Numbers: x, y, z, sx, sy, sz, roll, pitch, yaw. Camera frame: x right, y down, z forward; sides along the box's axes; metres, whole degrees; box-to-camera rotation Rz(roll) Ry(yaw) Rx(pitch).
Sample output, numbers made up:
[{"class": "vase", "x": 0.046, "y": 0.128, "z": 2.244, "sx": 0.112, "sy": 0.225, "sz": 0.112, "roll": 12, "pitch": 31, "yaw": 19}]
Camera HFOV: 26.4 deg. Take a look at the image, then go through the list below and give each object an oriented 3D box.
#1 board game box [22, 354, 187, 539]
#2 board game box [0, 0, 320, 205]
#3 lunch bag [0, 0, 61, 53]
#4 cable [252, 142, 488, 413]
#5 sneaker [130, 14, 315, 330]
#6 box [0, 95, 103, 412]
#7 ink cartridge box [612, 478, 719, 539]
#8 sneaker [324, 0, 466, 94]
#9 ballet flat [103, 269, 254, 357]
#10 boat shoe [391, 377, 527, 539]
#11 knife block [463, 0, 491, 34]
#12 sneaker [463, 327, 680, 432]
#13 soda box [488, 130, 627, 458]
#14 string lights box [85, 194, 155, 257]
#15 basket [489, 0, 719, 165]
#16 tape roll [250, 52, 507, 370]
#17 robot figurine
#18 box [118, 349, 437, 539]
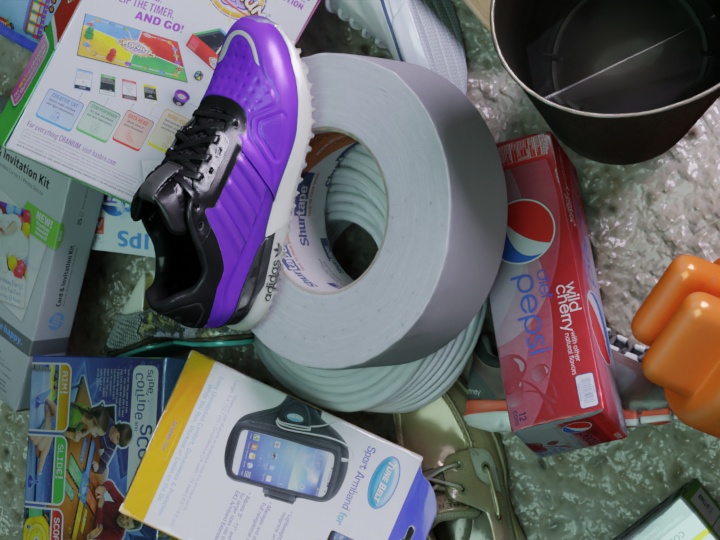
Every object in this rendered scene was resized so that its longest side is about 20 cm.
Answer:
[{"class": "board game box", "x": -0.184, "y": 0.163, "z": 1.105, "sx": 0.134, "sy": 0.034, "sz": 0.202, "roll": -1, "pitch": 84, "yaw": 34}, {"class": "board game box", "x": -0.134, "y": -0.145, "z": 1.041, "sx": 0.201, "sy": 0.152, "sz": 0.040, "roll": -59, "pitch": 31, "yaw": 11}, {"class": "lunch bag", "x": -0.220, "y": -0.237, "z": 1.100, "sx": 0.200, "sy": 0.093, "sz": 0.152, "roll": 35, "pitch": 110, "yaw": 45}, {"class": "cable", "x": 0.000, "y": 0.000, "z": 1.071, "sx": 0.200, "sy": 0.069, "sz": 0.201, "roll": 46, "pitch": 117, "yaw": 30}, {"class": "sneaker", "x": -0.092, "y": -0.059, "z": 0.951, "sx": 0.069, "sy": 0.099, "sz": 0.202, "roll": 15, "pitch": 101, "yaw": 45}, {"class": "box", "x": -0.274, "y": -0.017, "z": 1.184, "sx": 0.155, "sy": 0.041, "sz": 0.202, "roll": 32, "pitch": 113, "yaw": 35}, {"class": "ink cartridge box", "x": 0.245, "y": 0.253, "z": 1.029, "sx": 0.104, "sy": 0.059, "sz": 0.201, "roll": -42, "pitch": 80, "yaw": 20}, {"class": "sneaker", "x": 0.013, "y": -0.194, "z": 1.074, "sx": 0.070, "sy": 0.073, "sz": 0.202, "roll": -28, "pitch": 76, "yaw": 31}, {"class": "ballet flat", "x": -0.133, "y": 0.029, "z": 1.123, "sx": 0.200, "sy": 0.072, "sz": 0.073, "roll": -13, "pitch": 91, "yaw": 56}, {"class": "boat shoe", "x": 0.068, "y": 0.159, "z": 1.087, "sx": 0.072, "sy": 0.065, "sz": 0.202, "roll": -21, "pitch": 88, "yaw": 22}, {"class": "knife block", "x": 0.053, "y": -0.246, "z": 0.988, "sx": 0.064, "sy": 0.175, "sz": 0.201, "roll": -29, "pitch": 86, "yaw": 23}, {"class": "sneaker", "x": 0.162, "y": 0.065, "z": 1.037, "sx": 0.198, "sy": 0.077, "sz": 0.083, "roll": -4, "pitch": 83, "yaw": 18}, {"class": "soda box", "x": 0.121, "y": 0.014, "z": 1.004, "sx": 0.063, "sy": 0.070, "sz": 0.202, "roll": -15, "pitch": 64, "yaw": 18}, {"class": "string lights box", "x": -0.145, "y": -0.113, "z": 1.146, "sx": 0.102, "sy": 0.059, "sz": 0.202, "roll": 7, "pitch": 99, "yaw": 20}, {"class": "basket", "x": 0.166, "y": -0.141, "z": 0.928, "sx": 0.179, "sy": 0.200, "sz": 0.137, "roll": -27, "pitch": 80, "yaw": 2}, {"class": "tape roll", "x": -0.004, "y": -0.038, "z": 0.991, "sx": 0.199, "sy": 0.066, "sz": 0.203, "roll": 0, "pitch": 91, "yaw": 37}, {"class": "robot figurine", "x": 0.266, "y": 0.061, "z": 0.939, "sx": 0.198, "sy": 0.144, "sz": 0.118, "roll": 20, "pitch": 84, "yaw": -16}, {"class": "box", "x": -0.050, "y": 0.150, "z": 1.046, "sx": 0.198, "sy": 0.041, "sz": 0.120, "roll": 26, "pitch": 84, "yaw": -5}]
